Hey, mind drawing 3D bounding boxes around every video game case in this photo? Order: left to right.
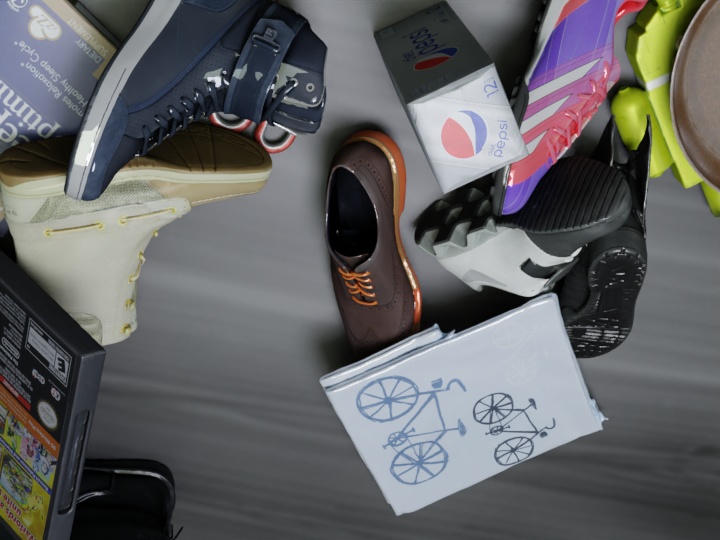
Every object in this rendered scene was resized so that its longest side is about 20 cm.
[{"bbox_3d":[-0.262,0.084,1.051,0.025,0.199,0.182,-12,128,-44],"label":"video game case"}]

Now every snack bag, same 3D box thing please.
[{"bbox_3d":[0.086,0.105,1.149,0.198,0.022,0.189,-24,134,4],"label":"snack bag"}]

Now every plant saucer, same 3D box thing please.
[{"bbox_3d":[0.319,-0.144,1.063,0.198,0.032,0.202,-3,114,-6],"label":"plant saucer"}]

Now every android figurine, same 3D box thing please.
[{"bbox_3d":[0.278,-0.145,1.097,0.180,0.041,0.201,-23,113,4],"label":"android figurine"}]

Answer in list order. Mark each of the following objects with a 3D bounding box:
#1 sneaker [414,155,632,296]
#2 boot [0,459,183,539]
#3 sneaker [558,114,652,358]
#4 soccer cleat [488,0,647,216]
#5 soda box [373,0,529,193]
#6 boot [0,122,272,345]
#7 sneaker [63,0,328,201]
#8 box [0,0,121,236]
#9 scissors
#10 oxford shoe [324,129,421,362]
[{"bbox_3d":[0.136,-0.025,1.070,0.089,0.199,0.074,46,60,-24],"label":"sneaker"},{"bbox_3d":[-0.230,0.210,1.116,0.196,0.163,0.074,-2,111,-4],"label":"boot"},{"bbox_3d":[0.187,-0.021,1.116,0.059,0.105,0.201,3,148,-4],"label":"sneaker"},{"bbox_3d":[0.146,-0.128,1.036,0.072,0.068,0.202,19,77,3],"label":"soccer cleat"},{"bbox_3d":[0.059,-0.124,0.996,0.063,0.200,0.069,-24,113,4],"label":"soda box"},{"bbox_3d":[-0.166,-0.025,1.077,0.198,0.072,0.156,-6,124,-16],"label":"boot"},{"bbox_3d":[-0.105,-0.111,1.000,0.145,0.077,0.204,30,71,-5],"label":"sneaker"},{"bbox_3d":[-0.263,-0.113,1.061,0.200,0.032,0.121,-44,109,12],"label":"box"},{"bbox_3d":[-0.061,-0.186,1.064,0.072,0.014,0.202,13,108,-8],"label":"scissors"},{"bbox_3d":[0.000,0.000,1.096,0.070,0.073,0.202,1,111,23],"label":"oxford shoe"}]
